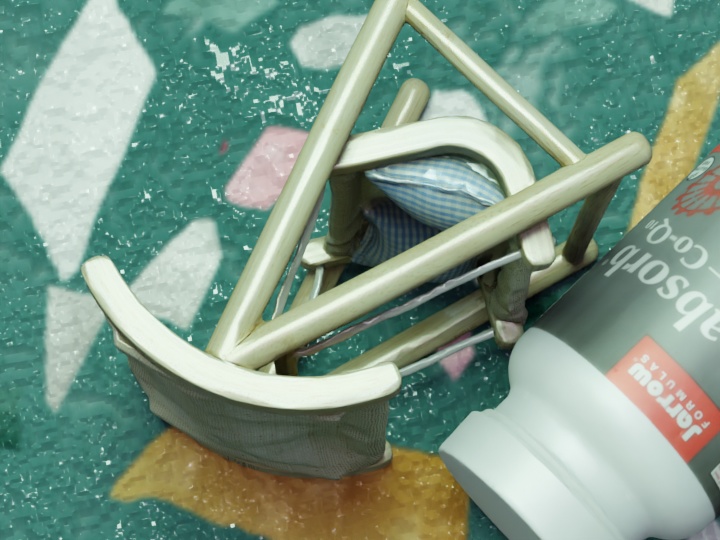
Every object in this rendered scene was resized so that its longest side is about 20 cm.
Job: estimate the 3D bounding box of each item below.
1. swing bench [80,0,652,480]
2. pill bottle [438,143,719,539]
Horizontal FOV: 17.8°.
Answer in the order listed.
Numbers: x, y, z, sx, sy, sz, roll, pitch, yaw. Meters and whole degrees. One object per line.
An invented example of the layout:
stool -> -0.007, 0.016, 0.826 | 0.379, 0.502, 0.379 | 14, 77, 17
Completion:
swing bench -> 0.000, 0.000, 0.967 | 0.130, 0.199, 0.200 | 43, 81, 8
pill bottle -> 0.137, 0.043, 1.000 | 0.200, 0.116, 0.116 | -44, 81, -9
